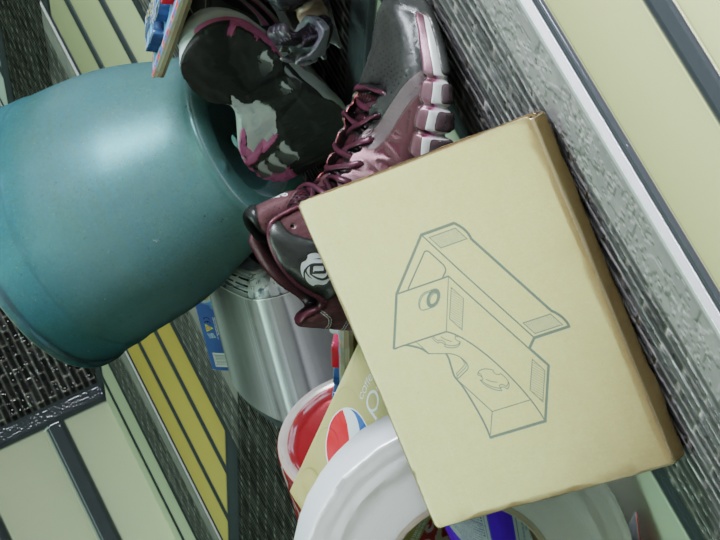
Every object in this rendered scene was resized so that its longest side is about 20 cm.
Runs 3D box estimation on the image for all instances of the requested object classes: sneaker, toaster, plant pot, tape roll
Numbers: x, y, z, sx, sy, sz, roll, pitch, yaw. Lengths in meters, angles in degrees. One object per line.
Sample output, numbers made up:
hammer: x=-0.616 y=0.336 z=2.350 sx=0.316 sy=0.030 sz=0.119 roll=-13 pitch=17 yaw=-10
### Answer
sneaker: x=-0.064 y=-0.138 z=1.759 sx=0.200 sy=0.080 sz=0.087 roll=57 pitch=-165 yaw=-57
sneaker: x=-0.010 y=-0.059 z=1.508 sx=0.076 sy=0.115 sz=0.202 roll=-175 pitch=84 yaw=-75
toaster: x=-0.042 y=0.035 z=1.940 sx=0.200 sy=0.113 sz=0.130 roll=34 pitch=144 yaw=67
plant pot: x=-0.150 y=-0.060 z=1.859 sx=0.200 sy=0.187 sz=0.201 roll=43 pitch=-147 yaw=-37
tape roll: x=0.060 y=0.179 z=1.547 sx=0.071 sy=0.201 sz=0.204 roll=-133 pitch=20 yaw=-82

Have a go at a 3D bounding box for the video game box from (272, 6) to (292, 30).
video game box: x=-0.113 y=-0.253 z=1.851 sx=0.182 sy=0.047 sz=0.201 roll=31 pitch=144 yaw=64

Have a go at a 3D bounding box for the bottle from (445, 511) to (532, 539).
bottle: x=0.087 y=0.152 z=1.723 sx=0.084 sy=0.065 sz=0.201 roll=48 pitch=159 yaw=44

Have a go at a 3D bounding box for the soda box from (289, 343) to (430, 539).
soda box: x=0.030 y=0.081 z=1.619 sx=0.068 sy=0.064 sz=0.201 roll=54 pitch=131 yaw=40

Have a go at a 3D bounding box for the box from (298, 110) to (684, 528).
box: x=0.069 y=0.031 z=1.440 sx=0.163 sy=0.021 sz=0.201 roll=-19 pitch=97 yaw=34

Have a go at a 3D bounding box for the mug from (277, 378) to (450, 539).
mug: x=0.026 y=0.188 z=1.844 sx=0.201 sy=0.133 sz=0.178 roll=72 pitch=172 yaw=-45

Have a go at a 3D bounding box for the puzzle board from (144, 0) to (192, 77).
puzzle board: x=-0.115 y=-0.230 z=1.663 sx=0.200 sy=0.017 sz=0.152 roll=123 pitch=148 yaw=-66

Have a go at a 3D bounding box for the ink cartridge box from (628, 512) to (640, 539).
ink cartridge box: x=0.194 y=0.258 z=1.572 sx=0.160 sy=0.047 sz=0.201 roll=95 pitch=165 yaw=-67

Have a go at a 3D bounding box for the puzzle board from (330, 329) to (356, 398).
puzzle board: x=0.000 y=0.000 z=1.693 sx=0.200 sy=0.017 sz=0.152 roll=91 pitch=-172 yaw=-62

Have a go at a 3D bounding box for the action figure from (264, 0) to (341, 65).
action figure: x=-0.048 y=-0.199 z=1.632 sx=0.131 sy=0.069 sz=0.200 roll=59 pitch=170 yaw=8

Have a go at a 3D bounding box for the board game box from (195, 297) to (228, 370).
board game box: x=-0.104 y=-0.037 z=2.073 sx=0.201 sy=0.034 sz=0.136 roll=78 pitch=-161 yaw=-47
